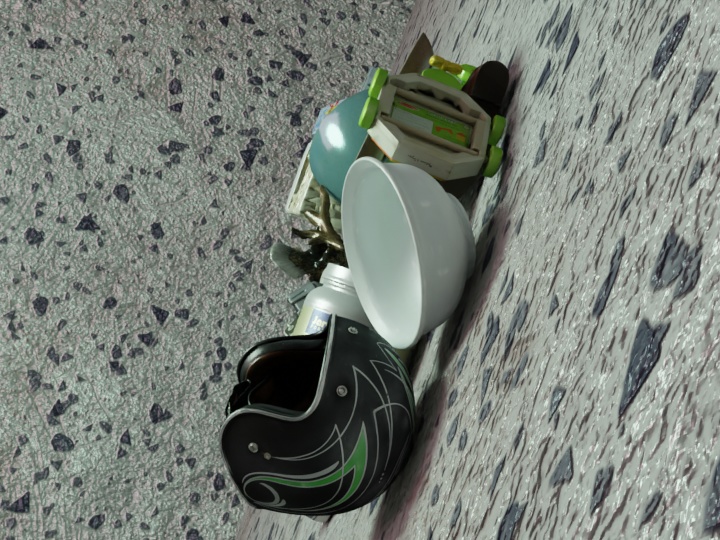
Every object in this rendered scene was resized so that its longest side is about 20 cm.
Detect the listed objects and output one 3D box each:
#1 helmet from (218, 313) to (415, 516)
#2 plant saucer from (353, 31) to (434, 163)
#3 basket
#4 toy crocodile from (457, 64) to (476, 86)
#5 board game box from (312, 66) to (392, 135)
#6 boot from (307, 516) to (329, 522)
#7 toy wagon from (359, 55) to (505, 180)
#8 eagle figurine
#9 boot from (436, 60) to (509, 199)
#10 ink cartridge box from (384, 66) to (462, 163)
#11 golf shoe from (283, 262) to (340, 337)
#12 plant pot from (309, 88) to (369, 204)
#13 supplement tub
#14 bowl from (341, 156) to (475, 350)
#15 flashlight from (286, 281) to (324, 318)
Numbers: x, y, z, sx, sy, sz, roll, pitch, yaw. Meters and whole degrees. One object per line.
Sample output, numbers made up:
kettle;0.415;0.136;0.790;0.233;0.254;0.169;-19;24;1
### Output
helmet;-0.036;0.149;1.224;0.200;0.189;0.201;-15;-90;-79
plant saucer;0.043;-0.196;1.475;0.201;0.032;0.200;-63;-1;-1
basket;-0.008;-0.119;1.958;0.123;0.199;0.136;-137;68;-80
toy crocodile;0.121;-0.241;1.649;0.200;0.062;0.068;-46;-19;-55
board game box;0.030;-0.239;1.990;0.200;0.199;0.062;117;172;-57
boot;-0.065;0.276;1.598;0.200;0.090;0.073;116;172;-52
toy wagon;0.082;-0.172;1.323;0.200;0.154;0.040;-75;8;-53
eagle figurine;-0.040;0.001;1.808;0.152;0.150;0.201;-58;-22;-32
boot;0.121;-0.161;1.487;0.187;0.064;0.200;-63;5;-4
ink cartridge box;0.054;-0.133;1.472;0.201;0.048;0.146;-62;0;-29
golf shoe;-0.063;0.073;1.660;0.077;0.087;0.201;92;-176;-57
plant pot;0.040;-0.153;1.780;0.135;0.199;0.201;57;136;40
supplement tub;-0.016;0.106;1.428;0.145;0.144;0.201;174;116;-84
bowl;0.059;-0.025;1.244;0.201;0.090;0.202;167;90;-70
flashlight;0.000;0.000;1.528;0.199;0.068;0.068;-31;16;-7
